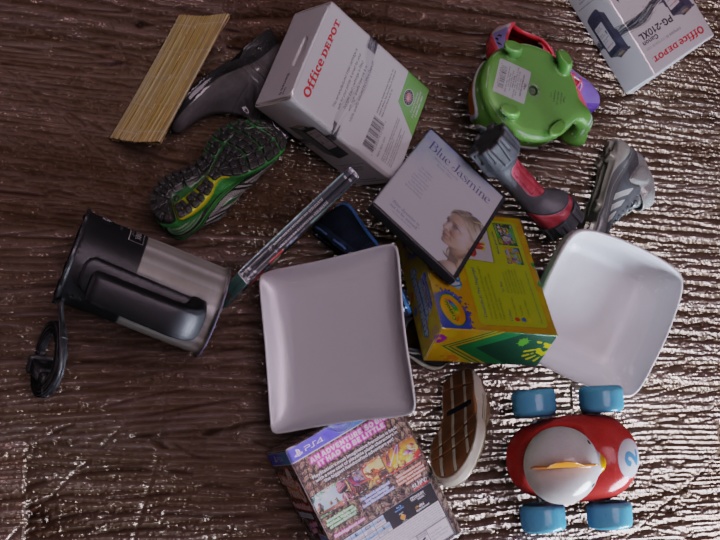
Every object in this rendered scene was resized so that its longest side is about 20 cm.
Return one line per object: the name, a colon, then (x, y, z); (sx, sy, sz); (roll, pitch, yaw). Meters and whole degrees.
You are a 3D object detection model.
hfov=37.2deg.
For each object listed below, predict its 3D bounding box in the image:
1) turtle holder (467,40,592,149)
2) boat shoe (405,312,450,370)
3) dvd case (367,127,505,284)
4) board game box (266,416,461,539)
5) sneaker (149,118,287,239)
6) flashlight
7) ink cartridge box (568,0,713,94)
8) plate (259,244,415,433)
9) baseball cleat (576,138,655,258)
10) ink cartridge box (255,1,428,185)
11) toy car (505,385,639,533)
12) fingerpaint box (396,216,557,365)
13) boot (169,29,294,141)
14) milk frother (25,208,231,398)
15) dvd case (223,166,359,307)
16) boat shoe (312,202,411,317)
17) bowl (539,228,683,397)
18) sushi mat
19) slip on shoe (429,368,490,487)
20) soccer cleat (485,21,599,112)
turtle holder: (0.235, -0.238, 1.500); (0.182, 0.132, 0.144); (-11, 82, -22)
boat shoe: (0.043, 0.065, 1.406); (0.198, 0.068, 0.073); (27, 73, -10)
dvd case: (0.104, -0.088, 1.395); (0.142, 0.018, 0.201); (41, 44, -4)
board game box: (0.003, 0.275, 1.332); (0.158, 0.097, 0.202); (-26, 89, -22)
sneaker: (-0.177, -0.117, 1.353); (0.199, 0.086, 0.078); (-37, 70, -14)
flashlight: (0.232, -0.123, 1.471); (0.200, 0.067, 0.068); (45, 56, -34)
ink cartridge box: (0.419, -0.394, 1.623); (0.144, 0.084, 0.202); (-33, 92, -22)
plate: (-0.027, 0.085, 1.296); (0.032, 0.197, 0.204); (15, 66, -61)
baseball cleat: (0.374, -0.093, 1.556); (0.105, 0.070, 0.203); (25, 73, -13)
ink cartridge box: (-0.021, -0.226, 1.394); (0.199, 0.083, 0.148); (35, 68, -35)
toy car: (0.273, 0.244, 1.361); (0.173, 0.200, 0.188); (-4, 85, 7)
fingerpaint box: (0.148, 0.022, 1.405); (0.164, 0.074, 0.202); (4, 49, -20)
boot: (-0.146, -0.208, 1.393); (0.199, 0.070, 0.132); (-41, 101, -17)
milk frother: (-0.276, 0.065, 1.267); (0.186, 0.181, 0.202); (22, 116, -14)
dvd case: (-0.093, -0.039, 1.333); (0.022, 0.146, 0.200); (47, 68, -2)
boat shoe: (0.000, 0.000, 1.371); (0.068, 0.201, 0.085); (-28, 134, -7)
bowl: (0.326, 0.053, 1.484); (0.197, 0.075, 0.203); (22, 94, -14)
sushi mat: (-0.241, -0.244, 1.356); (0.012, 0.094, 0.202); (46, 62, -48)
slip on shoe: (0.134, 0.209, 1.370); (0.061, 0.075, 0.201); (53, 22, -23)
soccer cleat: (0.271, -0.290, 1.553); (0.198, 0.076, 0.067); (30, 71, -12)
